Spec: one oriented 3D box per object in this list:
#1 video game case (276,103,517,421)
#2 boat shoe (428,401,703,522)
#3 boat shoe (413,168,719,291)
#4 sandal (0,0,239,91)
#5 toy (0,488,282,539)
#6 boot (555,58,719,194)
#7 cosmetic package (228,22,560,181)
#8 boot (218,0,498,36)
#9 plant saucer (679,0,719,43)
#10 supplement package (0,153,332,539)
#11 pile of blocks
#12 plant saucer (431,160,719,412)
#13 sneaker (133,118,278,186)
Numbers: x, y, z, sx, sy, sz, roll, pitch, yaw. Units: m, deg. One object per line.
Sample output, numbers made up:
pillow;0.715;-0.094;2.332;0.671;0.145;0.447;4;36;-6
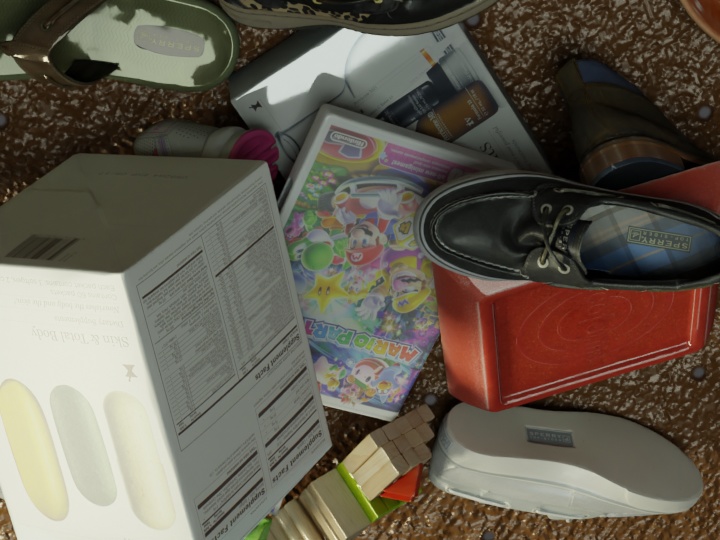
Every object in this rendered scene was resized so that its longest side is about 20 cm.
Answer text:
video game case;0.000;0.000;1.223;0.142;0.018;0.201;15;116;-24
boat shoe;0.144;0.148;1.348;0.198;0.072;0.069;7;135;-17
boat shoe;0.132;-0.018;1.130;0.198;0.066;0.071;9;96;-4
sandal;-0.174;-0.149;1.178;0.199;0.057;0.080;3;114;-8
toy;-0.156;0.150;1.290;0.198;0.047;0.116;21;111;4
boot;0.204;-0.078;1.247;0.075;0.098;0.199;-37;146;28
cosmetic package;0.029;-0.081;1.237;0.150;0.052;0.201;-31;114;11
boot;-0.015;-0.207;1.103;0.198;0.074;0.151;2;155;21
plant saucer;0.286;-0.232;1.209;0.198;0.032;0.202;-2;114;-5
supplement package;-0.134;0.052;1.140;0.151;0.151;0.202;4;119;32
pile of blocks;-0.012;0.176;1.323;0.200;0.082;0.062;-40;76;25
plant saucer;0.151;0.023;1.244;0.198;0.037;0.200;-17;148;-4
sneaker;-0.112;-0.022;1.237;0.088;0.081;0.201;26;128;20
